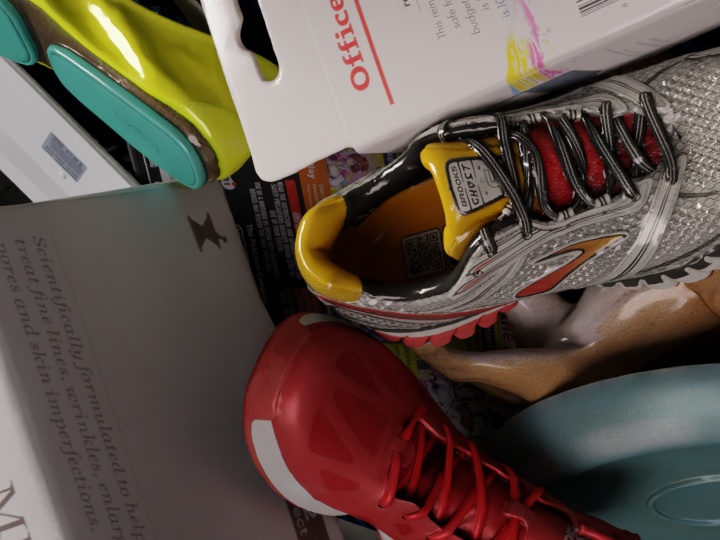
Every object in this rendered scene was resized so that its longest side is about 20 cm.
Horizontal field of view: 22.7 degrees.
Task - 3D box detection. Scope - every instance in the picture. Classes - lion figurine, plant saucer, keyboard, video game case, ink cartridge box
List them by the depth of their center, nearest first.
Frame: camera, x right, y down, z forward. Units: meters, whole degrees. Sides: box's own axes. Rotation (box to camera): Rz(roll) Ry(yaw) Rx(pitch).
[{"bbox_3d":[0.041,-0.116,0.650,0.200,0.067,0.117,-21,83,29],"label":"ink cartridge box"},{"bbox_3d":[0.115,0.014,0.725,0.200,0.073,0.122,-23,131,28],"label":"lion figurine"},{"bbox_3d":[0.154,0.089,0.768,0.199,0.027,0.200,1,155,1],"label":"plant saucer"},{"bbox_3d":[0.000,0.000,0.785,0.180,0.026,0.200,1,125,16],"label":"video game case"},{"bbox_3d":[-0.132,-0.046,0.786,0.200,0.011,0.056,45,134,-1],"label":"keyboard"}]

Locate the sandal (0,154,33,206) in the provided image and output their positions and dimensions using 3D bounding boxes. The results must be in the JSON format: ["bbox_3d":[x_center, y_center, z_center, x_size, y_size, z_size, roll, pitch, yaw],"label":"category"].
[{"bbox_3d":[-0.152,-0.002,0.835,0.200,0.048,0.075,37,128,-14],"label":"sandal"}]

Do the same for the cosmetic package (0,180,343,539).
[{"bbox_3d":[-0.148,0.076,0.719,0.200,0.165,0.165,-23,85,31],"label":"cosmetic package"}]

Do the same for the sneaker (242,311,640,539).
[{"bbox_3d":[0.046,0.083,0.696,0.115,0.079,0.200,11,160,36],"label":"sneaker"}]

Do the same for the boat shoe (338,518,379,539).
[{"bbox_3d":[-0.055,0.154,0.915,0.199,0.064,0.071,15,129,5],"label":"boat shoe"}]

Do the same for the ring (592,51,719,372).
[{"bbox_3d":[0.073,-0.027,0.770,0.200,0.019,0.201,9,128,11],"label":"ring"}]

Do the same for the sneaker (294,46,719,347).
[{"bbox_3d":[0.067,-0.023,0.636,0.200,0.078,0.082,-25,161,23],"label":"sneaker"}]

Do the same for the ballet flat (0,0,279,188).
[{"bbox_3d":[-0.117,-0.107,0.727,0.200,0.067,0.067,34,160,14],"label":"ballet flat"}]
